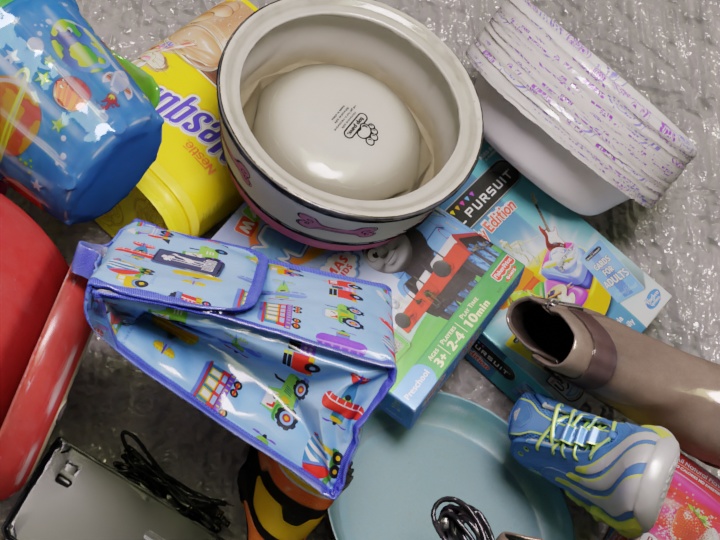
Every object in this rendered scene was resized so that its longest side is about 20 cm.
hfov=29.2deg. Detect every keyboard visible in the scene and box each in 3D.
[{"bbox_3d":[-0.134,0.188,0.927,0.199,0.040,0.105,35,66,-11],"label":"keyboard"}]

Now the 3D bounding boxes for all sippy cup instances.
[{"bbox_3d":[-0.205,-0.106,0.917,0.130,0.140,0.178,42,65,10],"label":"sippy cup"}]

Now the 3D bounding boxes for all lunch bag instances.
[{"bbox_3d":[-0.084,0.034,0.846,0.198,0.095,0.151,24,16,-8],"label":"lunch bag"}]

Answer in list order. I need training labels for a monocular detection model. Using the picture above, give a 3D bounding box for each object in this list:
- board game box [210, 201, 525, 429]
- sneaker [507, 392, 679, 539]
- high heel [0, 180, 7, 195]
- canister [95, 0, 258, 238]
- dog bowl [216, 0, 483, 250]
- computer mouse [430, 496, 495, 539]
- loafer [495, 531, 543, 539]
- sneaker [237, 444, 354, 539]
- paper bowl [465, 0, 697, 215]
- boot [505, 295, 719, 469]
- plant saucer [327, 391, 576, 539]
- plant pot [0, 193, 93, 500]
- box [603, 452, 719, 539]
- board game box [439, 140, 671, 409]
[{"bbox_3d":[0.000,0.000,1.028,0.199,0.037,0.152,34,63,13],"label":"board game box"},{"bbox_3d":[0.151,0.130,0.949,0.104,0.200,0.077,22,82,2],"label":"sneaker"},{"bbox_3d":[-0.265,-0.136,1.059,0.095,0.068,0.202,-12,51,-11],"label":"high heel"},{"bbox_3d":[-0.128,-0.113,1.075,0.148,0.087,0.200,42,57,10],"label":"canister"},{"bbox_3d":[-0.014,-0.103,1.011,0.197,0.074,0.202,8,57,-13],"label":"dog bowl"},{"bbox_3d":[0.022,0.250,0.869,0.198,0.046,0.141,-30,68,-17],"label":"computer mouse"},{"bbox_3d":[0.179,0.206,0.893,0.197,0.072,0.064,0,93,12],"label":"loafer"},{"bbox_3d":[-0.057,0.122,0.947,0.069,0.091,0.200,30,15,-15],"label":"sneaker"},{"bbox_3d":[0.169,-0.124,1.126,0.200,0.105,0.201,37,14,-10],"label":"paper bowl"},{"bbox_3d":[0.194,0.076,0.964,0.145,0.199,0.071,23,91,-33],"label":"boot"},{"bbox_3d":[0.062,0.178,0.980,0.198,0.028,0.202,15,49,-17],"label":"plant saucer"},{"bbox_3d":[-0.269,0.037,0.884,0.181,0.201,0.202,23,56,-12],"label":"plant pot"},{"bbox_3d":[0.268,0.237,0.981,0.199,0.096,0.100,35,49,5],"label":"box"},{"bbox_3d":[0.128,0.010,1.104,0.200,0.047,0.151,42,58,9],"label":"board game box"}]
